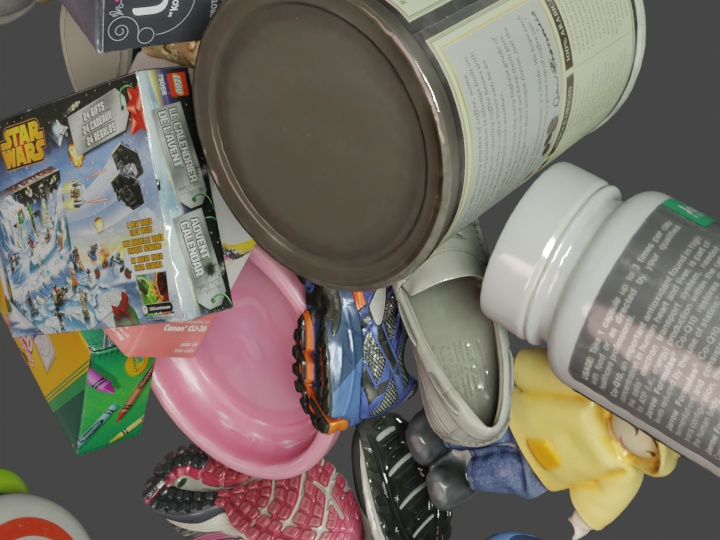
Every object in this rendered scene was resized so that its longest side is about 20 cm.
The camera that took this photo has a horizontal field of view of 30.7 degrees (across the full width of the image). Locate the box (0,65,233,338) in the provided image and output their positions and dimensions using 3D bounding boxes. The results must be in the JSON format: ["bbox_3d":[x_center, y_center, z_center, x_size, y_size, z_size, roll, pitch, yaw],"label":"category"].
[{"bbox_3d":[-0.161,-0.035,0.789,0.198,0.040,0.139,-6,96,47],"label":"box"}]

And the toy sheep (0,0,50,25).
[{"bbox_3d":[-0.269,-0.230,0.882,0.200,0.137,0.139,44,136,30],"label":"toy sheep"}]

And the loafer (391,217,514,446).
[{"bbox_3d":[0.049,0.001,0.760,0.070,0.069,0.203,142,112,-77],"label":"loafer"}]

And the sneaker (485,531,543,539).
[{"bbox_3d":[0.164,0.222,0.820,0.199,0.074,0.083,35,130,10],"label":"sneaker"}]

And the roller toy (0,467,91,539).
[{"bbox_3d":[-0.333,0.299,1.198,0.138,0.182,0.202,-11,106,42],"label":"roller toy"}]

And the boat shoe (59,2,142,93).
[{"bbox_3d":[-0.158,-0.193,0.859,0.074,0.062,0.203,20,123,33],"label":"boat shoe"}]

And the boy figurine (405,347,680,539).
[{"bbox_3d":[0.124,0.105,0.791,0.198,0.064,0.126,-13,102,46],"label":"boy figurine"}]

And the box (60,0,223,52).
[{"bbox_3d":[-0.118,-0.221,0.666,0.200,0.113,0.134,49,142,38],"label":"box"}]

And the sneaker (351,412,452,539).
[{"bbox_3d":[0.026,0.193,0.917,0.079,0.074,0.203,2,115,45],"label":"sneaker"}]

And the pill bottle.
[{"bbox_3d":[0.167,0.031,0.676,0.199,0.113,0.114,31,130,22],"label":"pill bottle"}]

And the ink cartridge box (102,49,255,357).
[{"bbox_3d":[-0.116,-0.058,0.851,0.116,0.067,0.202,42,111,31],"label":"ink cartridge box"}]

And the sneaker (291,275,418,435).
[{"bbox_3d":[0.000,0.000,0.834,0.075,0.077,0.203,25,117,61],"label":"sneaker"}]

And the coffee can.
[{"bbox_3d":[0.035,-0.098,0.652,0.145,0.199,0.148,20,125,30],"label":"coffee can"}]

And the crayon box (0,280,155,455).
[{"bbox_3d":[-0.224,0.021,0.991,0.201,0.058,0.120,54,143,31],"label":"crayon box"}]

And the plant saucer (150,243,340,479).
[{"bbox_3d":[-0.083,0.051,0.942,0.199,0.051,0.203,20,125,31],"label":"plant saucer"}]

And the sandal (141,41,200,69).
[{"bbox_3d":[-0.097,-0.147,0.758,0.078,0.069,0.213,74,173,-50],"label":"sandal"}]

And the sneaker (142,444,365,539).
[{"bbox_3d":[-0.073,0.182,0.999,0.198,0.081,0.075,5,142,41],"label":"sneaker"}]
